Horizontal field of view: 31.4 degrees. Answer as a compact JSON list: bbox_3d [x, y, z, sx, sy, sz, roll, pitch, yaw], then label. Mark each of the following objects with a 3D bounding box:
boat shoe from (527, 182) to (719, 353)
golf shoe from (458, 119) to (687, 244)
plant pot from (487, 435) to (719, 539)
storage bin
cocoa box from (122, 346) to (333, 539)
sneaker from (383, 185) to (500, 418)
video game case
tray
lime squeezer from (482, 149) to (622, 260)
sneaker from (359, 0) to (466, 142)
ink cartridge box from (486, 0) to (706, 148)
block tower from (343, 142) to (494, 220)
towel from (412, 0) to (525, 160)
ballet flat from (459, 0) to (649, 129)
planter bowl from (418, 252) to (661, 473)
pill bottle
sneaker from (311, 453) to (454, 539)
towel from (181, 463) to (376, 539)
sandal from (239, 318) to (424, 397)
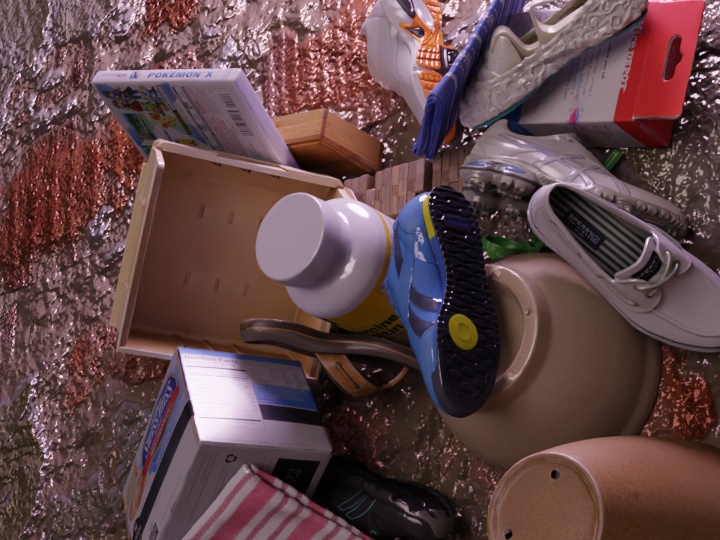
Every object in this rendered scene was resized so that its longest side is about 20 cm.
[{"bbox_3d":[0.217,0.000,1.010,0.200,0.067,0.074,31,87,5],"label":"boat shoe"},{"bbox_3d":[0.189,-0.081,1.101,0.200,0.078,0.097,18,60,11],"label":"golf shoe"},{"bbox_3d":[0.184,0.196,0.939,0.186,0.200,0.187,-18,62,36],"label":"plant pot"},{"bbox_3d":[-0.125,-0.010,1.251,0.094,0.200,0.199,-148,70,-70],"label":"storage bin"},{"bbox_3d":[-0.131,0.191,1.203,0.200,0.133,0.131,-66,29,30],"label":"cocoa box"},{"bbox_3d":[0.060,0.031,1.026,0.078,0.066,0.200,-34,50,42],"label":"sneaker"},{"bbox_3d":[-0.157,-0.131,1.325,0.182,0.200,0.022,4,55,30],"label":"video game case"},{"bbox_3d":[-0.084,-0.125,1.366,0.200,0.099,0.037,-6,70,39],"label":"tray"},{"bbox_3d":[0.148,-0.047,1.164,0.200,0.038,0.071,-18,93,2],"label":"lime squeezer"},{"bbox_3d":[0.054,-0.202,1.310,0.092,0.076,0.200,-47,48,43],"label":"sneaker"},{"bbox_3d":[0.220,-0.173,1.145,0.200,0.067,0.116,5,76,42],"label":"ink cartridge box"},{"bbox_3d":[0.076,-0.077,1.241,0.200,0.054,0.058,-11,67,37],"label":"block tower"},{"bbox_3d":[0.107,-0.206,1.179,0.024,0.145,0.200,29,74,6],"label":"towel"},{"bbox_3d":[0.156,-0.203,1.119,0.200,0.072,0.072,-33,54,24],"label":"ballet flat"},{"bbox_3d":[0.132,0.071,1.079,0.200,0.135,0.200,-17,63,36],"label":"planter bowl"},{"bbox_3d":[0.000,0.000,1.174,0.112,0.200,0.112,-17,62,35],"label":"pill bottle"},{"bbox_3d":[0.010,0.224,1.175,0.200,0.075,0.079,12,90,51],"label":"sneaker"},{"bbox_3d":[-0.060,0.273,1.134,0.146,0.200,0.030,-54,8,21],"label":"towel"},{"bbox_3d":[-0.018,0.087,1.190,0.200,0.082,0.055,12,78,-2],"label":"sandal"}]
